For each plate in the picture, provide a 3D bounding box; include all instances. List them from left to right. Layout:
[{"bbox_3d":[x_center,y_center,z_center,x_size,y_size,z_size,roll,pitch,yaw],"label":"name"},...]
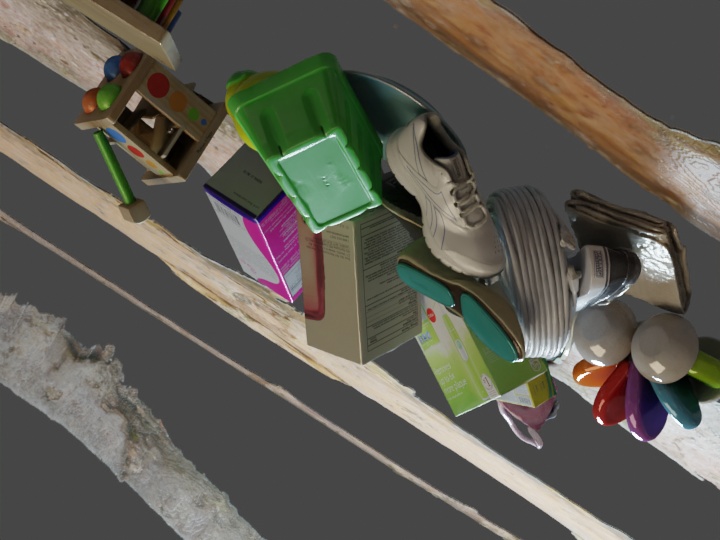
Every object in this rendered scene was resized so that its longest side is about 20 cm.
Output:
[{"bbox_3d":[0.041,-0.175,1.570,0.199,0.026,0.201,28,162,10],"label":"plate"}]

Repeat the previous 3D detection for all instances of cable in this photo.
[{"bbox_3d":[0.190,0.004,1.549,0.201,0.068,0.202,-108,11,-53],"label":"cable"}]

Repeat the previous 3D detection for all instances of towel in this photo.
[{"bbox_3d":[0.308,-0.021,1.541,0.131,0.035,0.200,23,162,27],"label":"towel"}]

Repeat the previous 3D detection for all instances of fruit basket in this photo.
[{"bbox_3d":[-0.072,-0.171,1.562,0.216,0.154,0.218,-23,-90,-83],"label":"fruit basket"}]

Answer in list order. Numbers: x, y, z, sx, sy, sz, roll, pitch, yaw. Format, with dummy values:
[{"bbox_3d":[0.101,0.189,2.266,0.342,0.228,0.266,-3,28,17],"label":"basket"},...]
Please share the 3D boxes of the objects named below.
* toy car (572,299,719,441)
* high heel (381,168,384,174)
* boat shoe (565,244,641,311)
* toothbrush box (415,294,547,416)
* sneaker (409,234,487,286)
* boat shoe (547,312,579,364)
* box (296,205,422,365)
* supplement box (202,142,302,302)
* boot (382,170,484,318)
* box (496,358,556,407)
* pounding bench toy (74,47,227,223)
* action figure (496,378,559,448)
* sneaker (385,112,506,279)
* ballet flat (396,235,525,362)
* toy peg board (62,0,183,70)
[{"bbox_3d":[0.348,0.130,1.646,0.199,0.152,0.174,15,173,40],"label":"toy car"},{"bbox_3d":[-0.053,-0.159,1.695,0.199,0.068,0.096,24,179,-33],"label":"high heel"},{"bbox_3d":[0.268,0.006,1.521,0.067,0.073,0.200,0,170,-4],"label":"boat shoe"},{"bbox_3d":[0.143,0.077,1.812,0.202,0.085,0.146,65,154,6],"label":"toothbrush box"},{"bbox_3d":[0.127,-0.047,1.700,0.200,0.079,0.074,47,132,2],"label":"sneaker"},{"bbox_3d":[0.262,0.080,1.827,0.061,0.073,0.200,24,167,8],"label":"boat shoe"},{"bbox_3d":[0.000,0.000,1.764,0.108,0.127,0.203,16,119,39],"label":"box"},{"bbox_3d":[-0.118,-0.065,1.810,0.101,0.103,0.201,32,157,29],"label":"supplement box"},{"bbox_3d":[0.083,-0.028,1.633,0.200,0.077,0.140,43,148,49],"label":"boot"},{"bbox_3d":[0.194,0.084,1.868,0.117,0.048,0.202,5,118,60],"label":"box"},{"bbox_3d":[-0.308,-0.184,1.824,0.156,0.201,0.124,39,161,-28],"label":"pounding bench toy"},{"bbox_3d":[0.201,0.164,2.056,0.198,0.151,0.134,23,173,-26],"label":"action figure"},{"bbox_3d":[0.098,-0.081,1.477,0.201,0.074,0.087,57,154,7],"label":"sneaker"},{"bbox_3d":[0.124,0.024,1.502,0.199,0.070,0.070,39,169,30],"label":"ballet flat"},{"bbox_3d":[-0.284,-0.341,1.579,0.199,0.098,0.199,32,178,-2],"label":"toy peg board"}]
